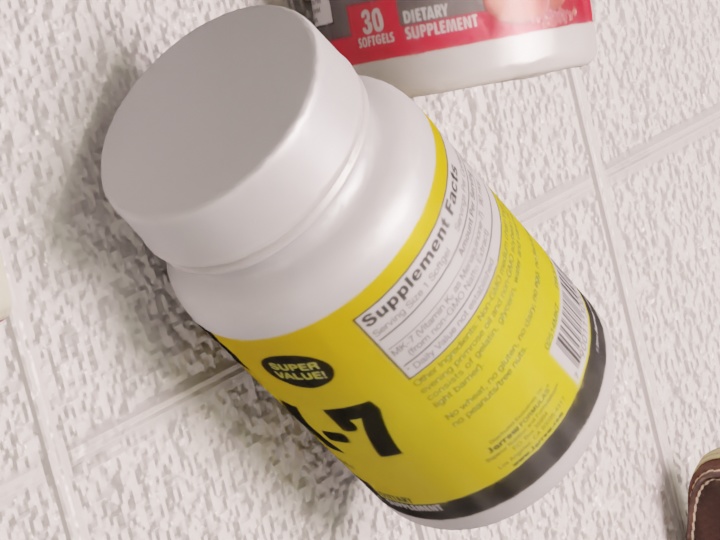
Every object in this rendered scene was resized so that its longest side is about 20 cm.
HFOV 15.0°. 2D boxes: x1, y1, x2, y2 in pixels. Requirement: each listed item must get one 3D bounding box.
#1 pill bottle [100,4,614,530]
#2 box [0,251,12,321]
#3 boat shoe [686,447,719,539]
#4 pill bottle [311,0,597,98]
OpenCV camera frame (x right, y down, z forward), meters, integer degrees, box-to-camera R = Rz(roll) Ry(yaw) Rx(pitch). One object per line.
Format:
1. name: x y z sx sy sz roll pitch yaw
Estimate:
1. pill bottle: 0.000 0.000 1.014 0.200 0.114 0.115 46 49 -38
2. box: -0.208 -0.018 0.736 0.200 0.108 0.129 -22 101 -53
3. boat shoe: 0.183 0.184 1.271 0.072 0.072 0.201 -27 112 -54
4. pill bottle: 0.024 -0.170 1.080 0.110 0.110 0.201 -16 97 -54
